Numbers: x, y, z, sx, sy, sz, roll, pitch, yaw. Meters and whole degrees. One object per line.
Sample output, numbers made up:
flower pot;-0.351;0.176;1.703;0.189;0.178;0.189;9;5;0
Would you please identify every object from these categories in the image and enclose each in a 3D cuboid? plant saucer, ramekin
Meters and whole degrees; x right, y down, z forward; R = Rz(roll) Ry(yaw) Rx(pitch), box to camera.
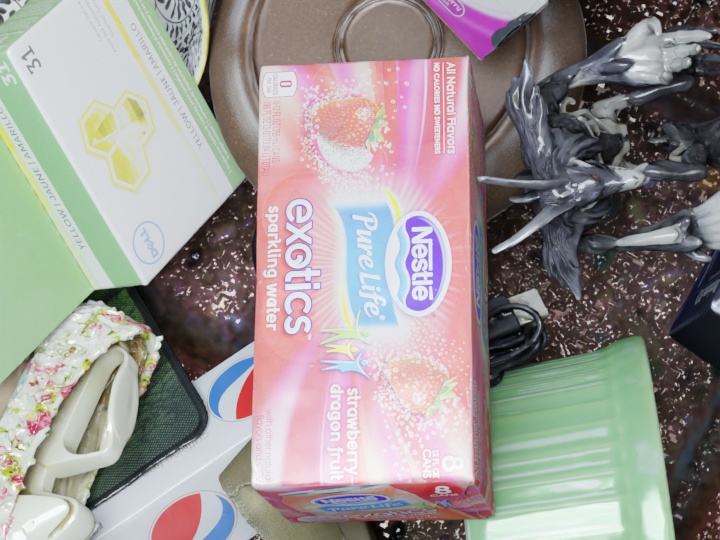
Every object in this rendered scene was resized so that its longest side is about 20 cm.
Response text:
plant saucer;0.016;-0.114;0.919;0.200;0.032;0.201;-2;79;9
ramekin;0.109;0.138;0.909;0.098;0.200;0.200;-8;82;7

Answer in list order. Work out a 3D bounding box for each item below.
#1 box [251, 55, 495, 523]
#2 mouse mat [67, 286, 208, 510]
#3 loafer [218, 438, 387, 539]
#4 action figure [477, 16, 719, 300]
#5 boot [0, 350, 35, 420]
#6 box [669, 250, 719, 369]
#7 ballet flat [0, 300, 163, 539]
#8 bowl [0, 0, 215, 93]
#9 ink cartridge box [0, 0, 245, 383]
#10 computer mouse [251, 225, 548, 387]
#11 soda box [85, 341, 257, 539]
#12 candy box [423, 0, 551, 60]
box;0.008;0.011;0.822;0.102;0.095;0.200;-1;72;8
mouse mat;-0.195;0.084;0.976;0.200;0.008;0.161;-34;53;-3
loafer;-0.016;0.161;0.942;0.067;0.076;0.200;-22;109;2
action figure;0.137;-0.063;0.858;0.102;0.200;0.119;-10;105;37
boot;-0.244;-0.001;0.988;0.166;0.072;0.200;-3;70;20
box;0.264;-0.032;0.951;0.104;0.148;0.200;29;83;5
ballet flat;-0.156;0.102;0.899;0.064;0.076;0.200;2;61;29
bowl;-0.150;-0.182;0.987;0.201;0.201;0.094;32;47;5
ink cartridge box;-0.155;-0.048;0.892;0.200;0.048;0.146;-52;124;-42
computer mouse;0.000;0.000;0.939;0.138;0.200;0.053;-22;125;-10
soda box;-0.074;0.102;0.968;0.200;0.068;0.064;-33;41;-3
candy box;0.078;-0.215;0.892;0.136;0.061;0.200;46;52;-4
